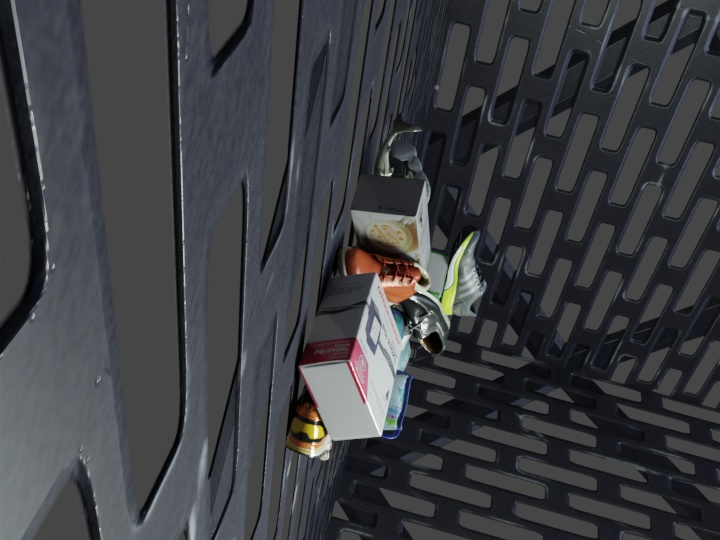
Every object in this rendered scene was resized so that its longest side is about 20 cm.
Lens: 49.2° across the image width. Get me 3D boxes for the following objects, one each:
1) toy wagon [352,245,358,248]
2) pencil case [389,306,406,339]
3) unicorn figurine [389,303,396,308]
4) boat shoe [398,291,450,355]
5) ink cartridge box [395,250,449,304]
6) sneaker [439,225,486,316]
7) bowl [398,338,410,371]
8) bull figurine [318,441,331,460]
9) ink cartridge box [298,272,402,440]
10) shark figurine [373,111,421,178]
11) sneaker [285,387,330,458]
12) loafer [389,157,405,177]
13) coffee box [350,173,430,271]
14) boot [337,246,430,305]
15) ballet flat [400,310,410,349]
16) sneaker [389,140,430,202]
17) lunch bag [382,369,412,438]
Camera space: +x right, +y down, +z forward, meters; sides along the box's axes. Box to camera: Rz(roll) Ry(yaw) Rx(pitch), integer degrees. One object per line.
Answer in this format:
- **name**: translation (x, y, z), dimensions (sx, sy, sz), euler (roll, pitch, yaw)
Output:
- **toy wagon**: translation (0.000, 0.000, 1.518), dimensions (0.201, 0.039, 0.158), euler (-69, 171, -58)
- **pencil case**: translation (0.016, 0.099, 1.409), dimensions (0.087, 0.091, 0.199), euler (67, 16, 17)
- **unicorn figurine**: translation (0.048, 0.002, 1.734), dimensions (0.202, 0.136, 0.074), euler (-57, 160, -4)
- **boat shoe**: translation (0.116, 0.091, 1.465), dimensions (0.200, 0.070, 0.069), euler (51, 49, -50)
- **ink cartridge box**: translation (0.092, 0.014, 1.553), dimensions (0.200, 0.141, 0.086), euler (84, 19, -78)
- **sneaker**: translation (0.203, 0.004, 1.488), dimensions (0.075, 0.079, 0.203), euler (-72, 173, -52)
- **bowl**: translation (0.043, 0.199, 1.807), dimensions (0.203, 0.104, 0.201), euler (-56, -170, 15)
- **bull figurine**: translation (-0.051, 0.224, 1.362), dimensions (0.122, 0.064, 0.204), euler (84, 22, -78)
- **ink cartridge box**: translation (-0.009, 0.121, 1.154), dimensions (0.202, 0.082, 0.147), euler (-72, 147, -52)
- **shark figurine**: translation (0.049, -0.189, 1.519), dimensions (0.089, 0.125, 0.220), euler (-143, -134, -68)
- **sneaker**: translation (-0.058, 0.204, 1.199), dimensions (0.200, 0.068, 0.092), euler (-54, 161, -73)
- **loafer**: translation (0.055, -0.147, 1.615), dimensions (0.064, 0.070, 0.202), euler (108, -2, -47)
- **coffee box**: translation (0.056, -0.065, 1.342), dimensions (0.202, 0.112, 0.081), euler (79, 23, -55)
- **boot**: translation (0.039, 0.002, 1.287), dimensions (0.199, 0.105, 0.077), euler (25, 57, -56)
- **ballet flat**: translation (0.046, 0.130, 1.564), dimensions (0.068, 0.196, 0.070), euler (-120, -167, -74)
- **sneaker**: translation (0.100, -0.181, 1.745), dimensions (0.115, 0.074, 0.203), euler (106, -23, -54)
- **lunch bag**: translation (0.008, 0.244, 1.519), dimensions (0.200, 0.166, 0.130), euler (88, 17, -80)
